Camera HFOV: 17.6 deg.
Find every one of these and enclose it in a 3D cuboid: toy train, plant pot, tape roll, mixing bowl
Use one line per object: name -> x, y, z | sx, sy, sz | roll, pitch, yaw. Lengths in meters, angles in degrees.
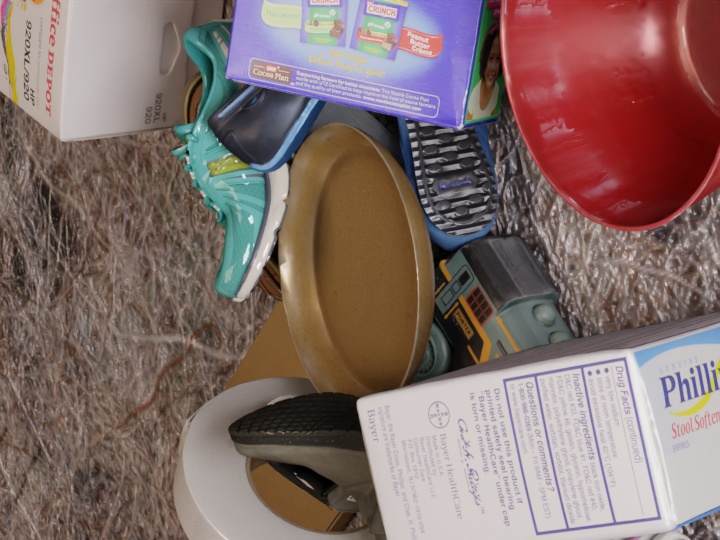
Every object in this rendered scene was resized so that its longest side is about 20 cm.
toy train -> 0.102, 0.073, 1.537 | 0.114, 0.085, 0.201 | -52, 57, 39
plant pot -> 0.000, 0.000, 1.573 | 0.200, 0.027, 0.202 | 18, 111, 60
tape roll -> -0.035, 0.158, 1.658 | 0.203, 0.202, 0.037 | 52, 140, 34
mixing bowl -> 0.180, -0.129, 1.321 | 0.200, 0.108, 0.202 | 22, 117, 52

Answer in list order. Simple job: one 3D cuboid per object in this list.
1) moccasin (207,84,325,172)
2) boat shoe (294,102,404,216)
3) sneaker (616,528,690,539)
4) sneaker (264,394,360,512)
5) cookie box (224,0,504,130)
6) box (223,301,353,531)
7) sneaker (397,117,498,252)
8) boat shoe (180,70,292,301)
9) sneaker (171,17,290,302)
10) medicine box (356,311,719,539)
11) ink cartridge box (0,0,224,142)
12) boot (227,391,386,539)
moccasin -> -0.033, -0.164, 1.579 | 0.068, 0.201, 0.080 | 33, 173, 4
boat shoe -> -0.012, -0.087, 1.684 | 0.201, 0.072, 0.062 | 59, 180, 25
sneaker -> 0.196, 0.208, 1.445 | 0.200, 0.080, 0.089 | 19, 136, 58
sneaker -> 0.016, 0.143, 1.595 | 0.090, 0.199, 0.067 | -34, -37, -81
cookie box -> 0.016, -0.206, 1.478 | 0.170, 0.075, 0.201 | 14, 103, 19
box -> -0.056, 0.139, 1.849 | 0.164, 0.021, 0.200 | 62, 144, 24
sneaker -> 0.051, -0.112, 1.567 | 0.078, 0.065, 0.202 | 119, 144, -81
boat shoe -> -0.070, -0.062, 1.732 | 0.068, 0.072, 0.201 | 33, 154, 50
sneaker -> -0.095, -0.077, 1.637 | 0.077, 0.079, 0.202 | 156, 115, -69
medicine box -> 0.134, 0.094, 1.350 | 0.199, 0.182, 0.104 | -12, 90, 39
ink cartridge box -> -0.221, -0.214, 1.875 | 0.200, 0.144, 0.148 | 37, 129, 45
boot -> 0.008, 0.152, 1.515 | 0.199, 0.068, 0.132 | 0, 109, 28
